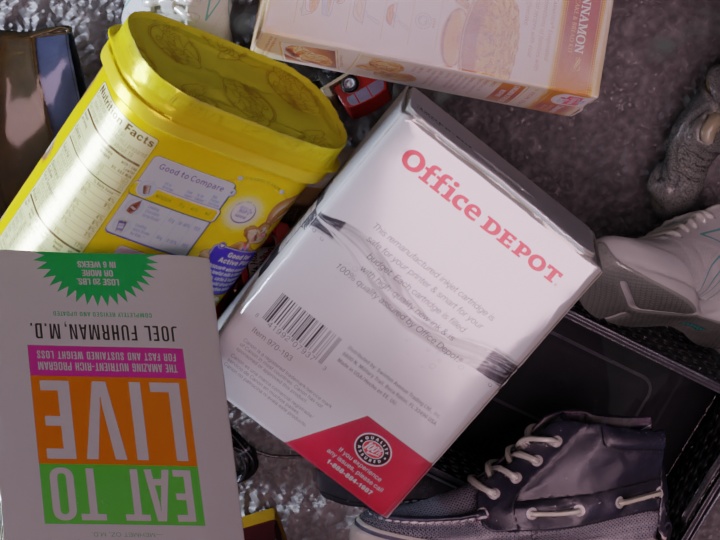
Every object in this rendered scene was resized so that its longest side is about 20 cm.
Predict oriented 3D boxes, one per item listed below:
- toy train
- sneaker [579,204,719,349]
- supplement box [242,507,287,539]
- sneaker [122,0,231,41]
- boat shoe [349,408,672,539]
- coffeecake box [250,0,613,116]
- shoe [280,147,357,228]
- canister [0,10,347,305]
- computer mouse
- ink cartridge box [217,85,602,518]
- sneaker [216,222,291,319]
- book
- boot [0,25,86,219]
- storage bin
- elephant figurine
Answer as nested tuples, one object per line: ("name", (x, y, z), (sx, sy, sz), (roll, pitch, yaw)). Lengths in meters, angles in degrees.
("toy train", (0.000, -0.117, 1.375), (0.200, 0.034, 0.046), (-30, 77, 0))
("sneaker", (0.196, -0.003, 1.387), (0.200, 0.070, 0.080), (15, 72, -49))
("supplement box", (-0.122, 0.273, 1.417), (0.197, 0.200, 0.133), (-16, 109, 1))
("sneaker", (-0.108, -0.169, 1.326), (0.070, 0.080, 0.200), (14, 106, 7))
("boat shoe", (0.093, 0.129, 1.365), (0.200, 0.075, 0.093), (1, 101, -13))
("coffeecake box", (0.048, -0.187, 1.321), (0.200, 0.073, 0.154), (11, 83, -7))
("shoe", (-0.013, -0.042, 1.407), (0.200, 0.053, 0.070), (-1, 139, 0))
("canister", (-0.124, -0.036, 1.309), (0.148, 0.087, 0.200), (19, 121, -36))
("computer mouse", (-0.034, 0.124, 1.464), (0.200, 0.034, 0.059), (7, 108, -6))
("ink cartridge box", (0.022, 0.016, 1.296), (0.145, 0.083, 0.200), (38, 105, -7))
("sneaker", (0.000, 0.001, 1.364), (0.201, 0.067, 0.108), (-30, 134, 33))
("book", (-0.137, 0.084, 1.216), (0.134, 0.200, 0.048), (1, 148, -19))
("boot", (-0.198, -0.054, 1.372), (0.097, 0.075, 0.200), (-15, 107, 3))
("storage bin", (0.134, 0.087, 1.434), (0.200, 0.094, 0.135), (26, 104, -13))
("elephant figurine", (0.263, -0.127, 1.370), (0.141, 0.155, 0.200), (-30, 124, -31))
